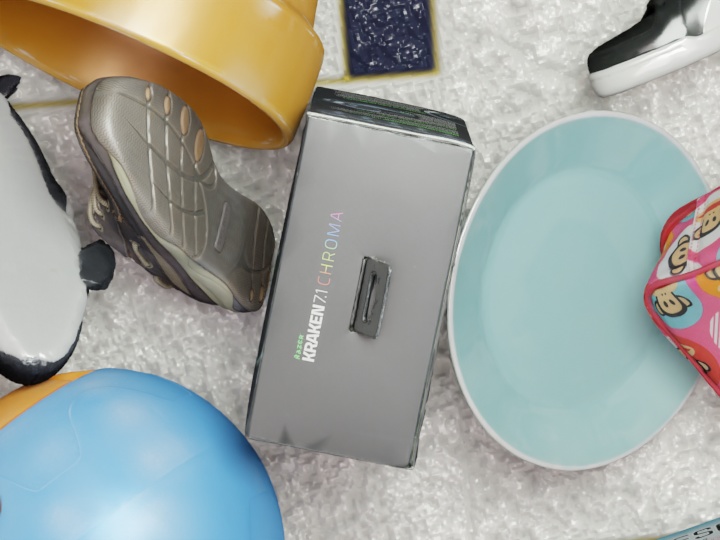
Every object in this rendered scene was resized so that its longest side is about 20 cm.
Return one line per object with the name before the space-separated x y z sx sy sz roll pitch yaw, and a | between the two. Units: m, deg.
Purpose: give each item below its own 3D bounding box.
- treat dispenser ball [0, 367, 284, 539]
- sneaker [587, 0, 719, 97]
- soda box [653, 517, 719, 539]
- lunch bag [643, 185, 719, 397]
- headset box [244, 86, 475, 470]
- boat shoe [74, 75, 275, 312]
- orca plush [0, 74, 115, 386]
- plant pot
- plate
treat dispenser ball | -0.141 0.153 1.576 0.199 0.201 0.202 0 97 0
sneaker | 0.195 -0.184 1.603 0.199 0.073 0.112 -28 93 -5
soda box | 0.196 0.182 1.645 0.199 0.068 0.064 -19 97 3
lunch bag | 0.273 0.014 1.570 0.199 0.082 0.176 -29 116 36
headset box | 0.000 0.000 1.557 0.092 0.200 0.175 11 96 -1
boat shoe | -0.114 -0.035 1.569 0.073 0.200 0.075 0 59 24
orca plush | -0.204 -0.011 1.603 0.105 0.071 0.201 -11 59 -34
plant pot | -0.094 -0.189 1.550 0.199 0.200 0.184 23 81 -3
plate | 0.122 0.011 1.608 0.199 0.026 0.202 -6 101 -35
